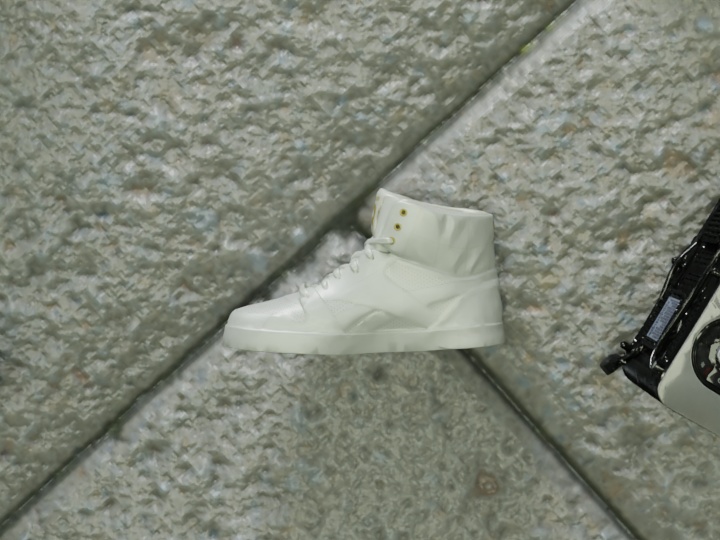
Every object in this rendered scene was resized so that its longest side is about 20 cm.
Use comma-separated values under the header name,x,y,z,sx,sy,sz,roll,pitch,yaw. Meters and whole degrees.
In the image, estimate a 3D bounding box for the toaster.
name,x,y,z,sx,sy,sz,roll,pitch,yaw
toaster,0.266,0.027,1.282,0.119,0.200,0.181,32,92,-2

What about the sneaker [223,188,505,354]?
name,x,y,z,sx,sy,sz,roll,pitch,yaw
sneaker,0.000,0.000,1.357,0.199,0.074,0.116,-4,96,-4
